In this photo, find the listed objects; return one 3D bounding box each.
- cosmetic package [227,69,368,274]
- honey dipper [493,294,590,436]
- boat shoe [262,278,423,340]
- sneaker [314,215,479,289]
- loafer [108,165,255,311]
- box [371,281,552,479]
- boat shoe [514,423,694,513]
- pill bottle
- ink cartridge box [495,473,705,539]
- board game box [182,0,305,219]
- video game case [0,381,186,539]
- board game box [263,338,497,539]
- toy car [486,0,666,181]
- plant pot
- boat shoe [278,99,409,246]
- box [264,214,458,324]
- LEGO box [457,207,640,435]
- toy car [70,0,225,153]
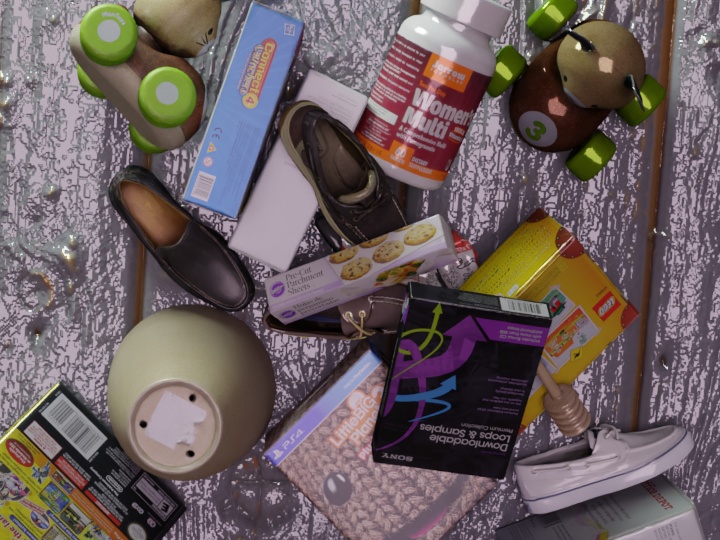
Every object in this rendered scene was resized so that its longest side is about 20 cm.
[{"bbox_3d":[-0.066,-0.104,1.383,0.071,0.101,0.201,26,94,-5],"label":"cosmetic package"},{"bbox_3d":[0.181,0.094,1.342,0.038,0.038,0.201,-34,123,0],"label":"honey dipper"},{"bbox_3d":[-0.010,0.043,1.374,0.198,0.060,0.072,5,134,26],"label":"boat shoe"},{"bbox_3d":[0.053,-0.017,1.414,0.201,0.067,0.108,44,91,-9],"label":"sneaker"},{"bbox_3d":[-0.194,-0.028,1.398,0.200,0.072,0.073,42,91,-6],"label":"loafer"},{"bbox_3d":[0.097,0.114,1.306,0.142,0.036,0.201,8,120,-6],"label":"box"},{"bbox_3d":[0.266,0.203,1.438,0.199,0.074,0.066,-22,100,-2],"label":"boat shoe"},{"bbox_3d":[0.075,-0.195,1.362,0.109,0.110,0.201,23,104,-4],"label":"pill bottle"},{"bbox_3d":[0.259,0.303,1.409,0.198,0.146,0.083,-20,97,0],"label":"ink cartridge box"},{"bbox_3d":[-0.115,-0.158,1.329,0.055,0.196,0.202,20,94,-4],"label":"board game box"},{"bbox_3d":[-0.309,0.247,1.386,0.200,0.025,0.181,46,50,-6],"label":"video game case"},{"bbox_3d":[0.020,0.202,1.415,0.159,0.097,0.200,-45,96,2],"label":"board game box"},{"bbox_3d":[0.230,-0.193,1.339,0.164,0.200,0.158,42,92,-5],"label":"toy car"},{"bbox_3d":[-0.182,0.139,1.349,0.185,0.200,0.189,0,95,-2],"label":"plant pot"},{"bbox_3d":[-0.009,-0.081,1.313,0.073,0.065,0.200,-44,117,-6],"label":"boat shoe"},{"bbox_3d":[0.000,0.000,1.326,0.199,0.039,0.042,-20,62,15],"label":"box"},{"bbox_3d":[0.175,0.060,1.389,0.200,0.077,0.149,-45,126,1],"label":"LEGO box"},{"bbox_3d":[-0.180,-0.240,1.343,0.200,0.164,0.158,-45,95,-14],"label":"toy car"}]
